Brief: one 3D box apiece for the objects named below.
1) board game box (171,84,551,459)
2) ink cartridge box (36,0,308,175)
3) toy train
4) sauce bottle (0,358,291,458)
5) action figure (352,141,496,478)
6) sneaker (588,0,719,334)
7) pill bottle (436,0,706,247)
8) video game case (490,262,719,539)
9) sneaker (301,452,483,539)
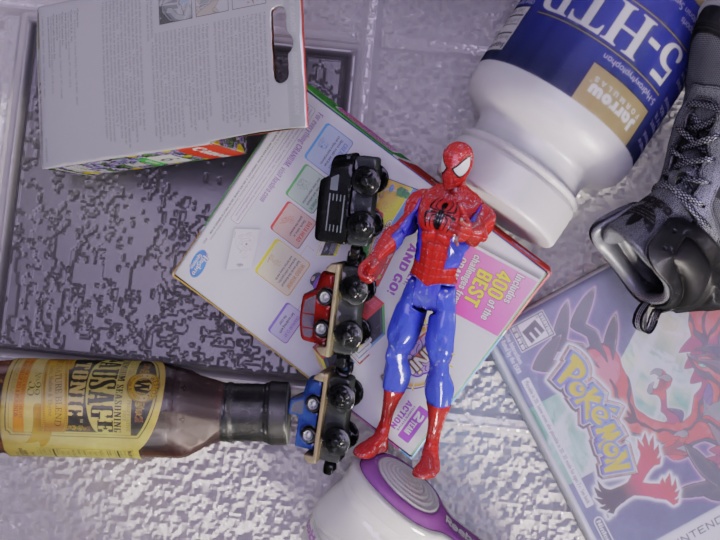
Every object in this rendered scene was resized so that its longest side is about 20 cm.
[{"bbox_3d":[0.000,0.000,0.796,0.199,0.040,0.154,38,100,4],"label":"board game box"},{"bbox_3d":[-0.114,-0.126,0.783,0.198,0.050,0.110,-5,85,24],"label":"ink cartridge box"},{"bbox_3d":[-0.017,0.027,0.763,0.045,0.034,0.203,8,97,12],"label":"toy train"},{"bbox_3d":[-0.144,0.089,0.797,0.197,0.066,0.067,-1,85,-1],"label":"sauce bottle"},{"bbox_3d":[0.032,0.024,0.719,0.065,0.099,0.203,14,99,21],"label":"action figure"},{"bbox_3d":[0.198,-0.057,0.734,0.113,0.075,0.202,-19,115,-23],"label":"sneaker"},{"bbox_3d":[0.140,-0.122,0.783,0.119,0.120,0.201,33,87,3],"label":"pill bottle"},{"bbox_3d":[0.204,0.088,0.814,0.181,0.023,0.202,-28,86,-2],"label":"video game case"},{"bbox_3d":[0.048,0.209,0.793,0.200,0.075,0.100,44,112,0],"label":"sneaker"}]
